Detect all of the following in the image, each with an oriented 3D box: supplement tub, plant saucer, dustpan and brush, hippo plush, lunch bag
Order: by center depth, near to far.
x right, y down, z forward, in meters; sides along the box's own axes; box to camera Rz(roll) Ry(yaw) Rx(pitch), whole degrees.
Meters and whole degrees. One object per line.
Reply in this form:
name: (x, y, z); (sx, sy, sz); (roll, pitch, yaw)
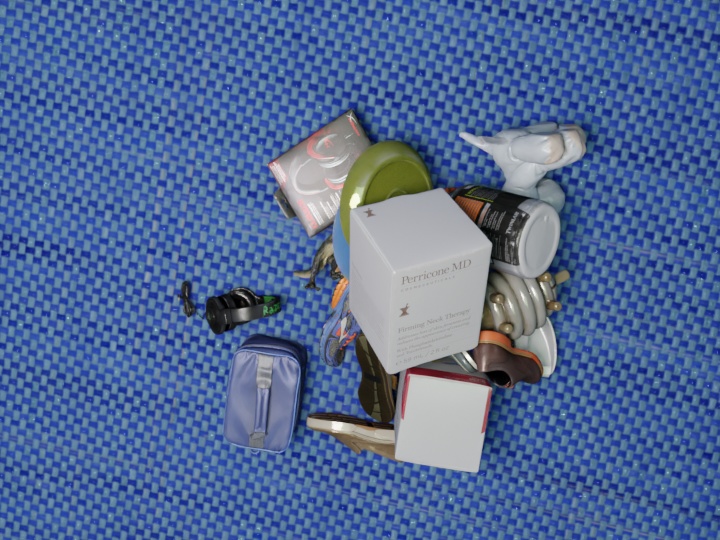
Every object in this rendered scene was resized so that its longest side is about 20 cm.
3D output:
supplement tub: (0.212, -0.069, 1.193); (0.198, 0.121, 0.126); (22, 101, 45)
plant saucer: (0.053, -0.107, 1.198); (0.196, 0.031, 0.206); (-11, 108, -36)
hippo plush: (0.287, -0.152, 1.230); (0.195, 0.159, 0.165); (-10, 109, -15)
dustpan and brush: (0.285, 0.081, 1.307); (0.135, 0.057, 0.206); (4, 81, 0)
lunch bag: (-0.173, 0.227, 1.318); (0.132, 0.132, 0.206); (7, 97, 2)

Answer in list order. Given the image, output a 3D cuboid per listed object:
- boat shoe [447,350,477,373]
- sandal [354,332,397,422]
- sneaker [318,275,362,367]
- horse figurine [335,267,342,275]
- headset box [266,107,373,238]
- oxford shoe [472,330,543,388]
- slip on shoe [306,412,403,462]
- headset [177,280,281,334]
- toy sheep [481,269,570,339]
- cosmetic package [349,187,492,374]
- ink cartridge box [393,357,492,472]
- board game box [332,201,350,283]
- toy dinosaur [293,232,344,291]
boat shoe: (0.131, 0.126, 1.268); (0.062, 0.200, 0.073); (-47, 132, 0)
sandal: (0.033, 0.189, 1.316); (0.080, 0.054, 0.205); (17, 127, 40)
sneaker: (-0.021, 0.094, 1.295); (0.077, 0.076, 0.204); (23, 124, 10)
horse figurine: (0.000, 0.000, 1.310); (0.130, 0.050, 0.203); (-22, 104, 33)
headset box: (-0.059, -0.164, 1.290); (0.197, 0.075, 0.151); (-31, 96, 6)
oxford shoe: (0.244, 0.165, 1.227); (0.070, 0.198, 0.074); (-13, 60, 40)
slip on shoe: (-0.005, 0.306, 1.350); (0.194, 0.076, 0.062); (10, 91, -6)
headset: (-0.236, 0.057, 1.312); (0.195, 0.123, 0.097); (-6, 96, 25)
toy sheep: (0.264, 0.047, 1.227); (0.195, 0.138, 0.141); (-18, 96, -7)
cosmetic package: (0.084, 0.013, 1.132); (0.163, 0.167, 0.204); (-14, 131, -18)
ink cartridge box: (0.134, 0.230, 1.268); (0.140, 0.200, 0.150); (8, 99, 0)
board game box: (0.025, -0.067, 1.233); (0.198, 0.039, 0.162); (-30, 119, -28)
toy dinosaur: (-0.063, -0.014, 1.264); (0.047, 0.090, 0.200); (20, 137, -26)
